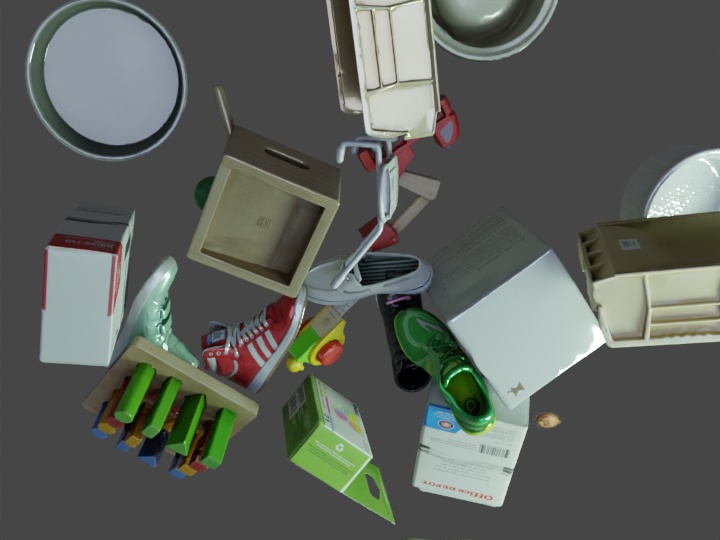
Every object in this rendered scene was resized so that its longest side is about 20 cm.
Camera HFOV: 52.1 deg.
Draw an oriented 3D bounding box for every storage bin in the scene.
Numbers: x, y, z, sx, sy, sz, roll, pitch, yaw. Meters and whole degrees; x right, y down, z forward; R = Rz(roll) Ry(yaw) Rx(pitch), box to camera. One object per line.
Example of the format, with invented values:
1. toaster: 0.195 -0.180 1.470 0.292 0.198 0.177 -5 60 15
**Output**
1. storage bin: 0.021 -0.272 0.894 0.092 0.200 0.201 -10 110 -7
2. storage bin: 0.387 0.007 0.935 0.196 0.200 0.095 -6 110 14

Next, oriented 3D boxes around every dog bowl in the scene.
1. dog bowl: 0.153 -0.374 0.945 0.197 0.074 0.203 -3 109 -8

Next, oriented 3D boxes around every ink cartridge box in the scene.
1. ink cartridge box: -0.343 0.010 0.939 0.083 0.200 0.146 6 109 -14
2. ink cartridge box: 0.163 0.252 1.108 0.144 0.085 0.202 11 132 7
3. ink cartridge box: -0.015 0.265 1.103 0.199 0.148 0.076 36 100 -19

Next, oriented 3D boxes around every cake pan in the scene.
1. cake pan: -0.320 -0.243 0.939 0.197 0.037 0.203 -3 109 -8

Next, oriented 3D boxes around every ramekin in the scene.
1. ramekin: 0.483 -0.087 1.081 0.197 0.098 0.203 -2 110 -7

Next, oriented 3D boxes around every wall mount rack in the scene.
1. wall mount rack: 0.007 -0.076 0.915 0.073 0.200 0.176 2 104 8

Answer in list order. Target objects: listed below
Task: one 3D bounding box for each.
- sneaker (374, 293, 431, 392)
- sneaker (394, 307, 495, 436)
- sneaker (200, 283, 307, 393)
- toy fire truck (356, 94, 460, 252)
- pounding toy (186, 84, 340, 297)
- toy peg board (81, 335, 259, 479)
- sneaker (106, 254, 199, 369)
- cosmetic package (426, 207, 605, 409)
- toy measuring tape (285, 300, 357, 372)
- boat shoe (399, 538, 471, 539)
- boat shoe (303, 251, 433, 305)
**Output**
1. sneaker: 0.068 0.086 1.079 0.070 0.099 0.203 -12 109 -2
2. sneaker: 0.121 0.127 0.998 0.074 0.084 0.201 -33 73 -13
3. sneaker: -0.157 0.085 1.046 0.111 0.072 0.201 24 119 -15
4. toy fire truck: 0.064 -0.135 1.028 0.199 0.049 0.142 -32 111 3
5. pounding toy: -0.140 -0.106 0.978 0.198 0.143 0.185 21 119 -13
6. toy peg board: -0.282 0.221 1.028 0.199 0.098 0.199 34 130 -18
7. sneaker: -0.268 0.078 1.038 0.117 0.074 0.202 25 113 -9
8. cosmetic package: 0.202 0.046 1.031 0.165 0.200 0.168 -36 111 5
9. toy measuring tape: -0.032 0.077 1.083 0.200 0.074 0.074 -44 110 -2
10. boat shoe: 0.113 0.502 1.247 0.197 0.069 0.076 -6 110 -6
11. boat shoe: 0.000 0.000 1.025 0.197 0.075 0.067 -9 156 15
